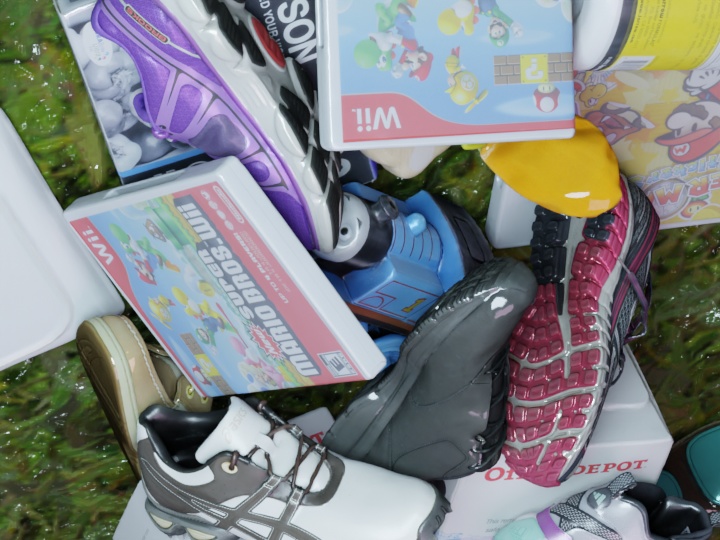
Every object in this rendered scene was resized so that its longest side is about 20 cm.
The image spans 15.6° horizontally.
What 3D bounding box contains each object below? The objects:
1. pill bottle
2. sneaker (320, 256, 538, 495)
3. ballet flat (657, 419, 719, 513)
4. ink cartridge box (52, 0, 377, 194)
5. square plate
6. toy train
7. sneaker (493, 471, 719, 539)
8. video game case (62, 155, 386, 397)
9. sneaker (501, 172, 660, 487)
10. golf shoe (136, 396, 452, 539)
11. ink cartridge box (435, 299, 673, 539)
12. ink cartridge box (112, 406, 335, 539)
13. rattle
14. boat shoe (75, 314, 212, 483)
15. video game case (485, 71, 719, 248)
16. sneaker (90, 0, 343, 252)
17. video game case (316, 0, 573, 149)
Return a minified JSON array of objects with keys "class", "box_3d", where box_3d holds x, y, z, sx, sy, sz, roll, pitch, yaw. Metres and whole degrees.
[{"class":"pill bottle","box_3d":[0.203,-0.169,1.490,0.199,0.112,0.112,-2,134,-21]},{"class":"sneaker","box_3d":[0.058,0.069,1.542,0.076,0.091,0.200,-42,172,-45]},{"class":"ballet flat","box_3d":[0.234,0.154,1.875,0.199,0.071,0.065,-19,165,0]},{"class":"ink cartridge box","box_3d":[-0.055,-0.115,1.490,0.199,0.043,0.199,-20,137,-4]},{"class":"square plate","box_3d":[-0.259,0.012,1.543,0.197,0.029,0.200,-25,137,2]},{"class":"toy train","box_3d":[0.000,0.000,1.568,0.114,0.087,0.200,-34,155,19]},{"class":"sneaker","box_3d":[0.184,0.195,1.661,0.140,0.078,0.200,-32,139,8]},{"class":"video game case","box_3d":[-0.080,0.008,1.475,0.017,0.200,0.143,-44,107,-26]},{"class":"sneaker","box_3d":[0.140,0.036,1.595,0.080,0.201,0.075,5,162,43]},{"class":"golf shoe","box_3d":[-0.047,0.123,1.535,0.199,0.078,0.095,3,135,25]},{"class":"ink cartridge box","box_3d":[0.089,0.130,1.718,0.147,0.145,0.201,-2,134,-22]},{"class":"ink cartridge box","box_3d":[-0.042,0.203,1.643,0.144,0.200,0.085,-20,154,-30]},{"class":"rattle","box_3d":[0.055,-0.116,1.447,0.130,0.143,0.200,-28,144,-12]},{"class":"boat shoe","box_3d":[-0.126,0.076,1.628,0.066,0.074,0.200,-28,155,-9]},{"class":"video game case","box_3d":[0.184,-0.095,1.622,0.199,0.023,0.183,-7,135,-16]},{"class":"sneaker","box_3d":[-0.074,-0.088,1.430,0.083,0.081,0.200,-24,120,20]},{"class":"video game case","box_3d":[0.044,-0.168,1.400,0.142,0.017,0.201,-4,96,-20]}]
